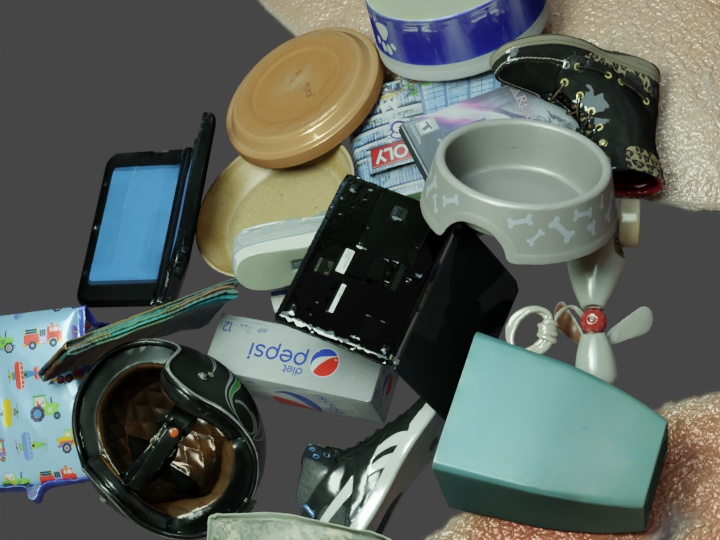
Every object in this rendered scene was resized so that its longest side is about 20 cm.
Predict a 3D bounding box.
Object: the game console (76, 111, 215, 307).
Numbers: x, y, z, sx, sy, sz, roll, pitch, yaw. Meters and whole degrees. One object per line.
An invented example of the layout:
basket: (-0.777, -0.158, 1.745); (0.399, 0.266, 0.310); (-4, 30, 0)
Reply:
game console: (-0.243, -0.068, 1.850); (0.115, 0.176, 0.202); (12, 66, -8)

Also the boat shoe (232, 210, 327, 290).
boat shoe: (-0.038, -0.033, 1.699); (0.198, 0.071, 0.072); (-9, 43, -6)

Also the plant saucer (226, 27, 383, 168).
plant saucer: (-0.068, -0.204, 1.872); (0.198, 0.032, 0.202); (-18, 47, 20)

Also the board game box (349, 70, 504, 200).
board game box: (0.084, -0.127, 1.802); (0.198, 0.062, 0.202); (-14, 61, 11)

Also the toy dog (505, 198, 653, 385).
toy dog: (0.239, 0.022, 1.678); (0.131, 0.096, 0.202); (20, 85, 17)

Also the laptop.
laptop: (0.041, 0.031, 1.642); (0.198, 0.104, 0.178); (21, 66, 11)

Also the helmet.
helmet: (-0.194, 0.169, 1.668); (0.199, 0.201, 0.191); (-38, 22, -3)

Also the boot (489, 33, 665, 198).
boot: (0.234, -0.161, 1.722); (0.198, 0.073, 0.152); (10, 60, -23)

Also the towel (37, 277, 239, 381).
towel: (-0.232, 0.066, 1.716); (0.198, 0.147, 0.022); (-21, 83, -26)

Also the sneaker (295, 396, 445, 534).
sneaker: (0.004, 0.184, 1.667); (0.111, 0.073, 0.201); (28, 77, 26)

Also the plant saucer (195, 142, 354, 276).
plant saucer: (-0.090, -0.066, 1.822); (0.198, 0.036, 0.202); (-16, 49, 19)

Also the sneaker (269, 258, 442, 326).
sneaker: (0.001, 0.000, 1.763); (0.197, 0.081, 0.116); (-13, 58, 3)

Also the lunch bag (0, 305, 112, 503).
lunch bag: (-0.355, 0.153, 1.797); (0.149, 0.094, 0.202); (-7, 72, 11)

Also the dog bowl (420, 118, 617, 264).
dog bowl: (0.158, -0.084, 1.614); (0.197, 0.059, 0.201); (2, 33, -2)

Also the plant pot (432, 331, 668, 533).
plant pot: (0.191, 0.173, 1.582); (0.198, 0.142, 0.143); (15, 70, 16)

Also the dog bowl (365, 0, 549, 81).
dog bowl: (0.107, -0.300, 1.826); (0.198, 0.079, 0.201); (-13, 37, 10)

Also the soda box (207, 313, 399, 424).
soda box: (-0.062, 0.104, 1.733); (0.198, 0.064, 0.069); (9, 65, 21)

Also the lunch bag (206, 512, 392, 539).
lunch bag: (-0.035, 0.311, 1.565); (0.198, 0.164, 0.119); (-3, 58, 17)

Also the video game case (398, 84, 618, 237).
video game case: (0.158, -0.125, 1.742); (0.198, 0.019, 0.144); (-22, 73, -19)
